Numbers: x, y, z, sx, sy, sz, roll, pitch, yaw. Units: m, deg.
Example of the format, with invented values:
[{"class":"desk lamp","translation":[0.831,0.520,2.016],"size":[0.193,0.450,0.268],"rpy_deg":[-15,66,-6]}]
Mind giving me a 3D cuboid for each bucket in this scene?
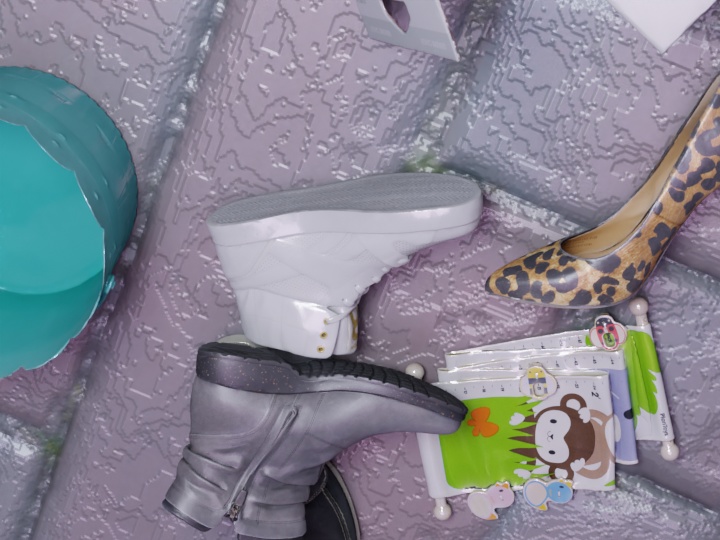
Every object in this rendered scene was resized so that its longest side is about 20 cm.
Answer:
[{"class":"bucket","translation":[-0.256,-0.038,1.294],"size":[0.206,0.135,0.208],"rpy_deg":[3,111,9]}]

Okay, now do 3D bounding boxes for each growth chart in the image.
[{"class":"growth chart","translation":[0.129,0.107,1.347],"size":[0.199,0.018,0.145],"rpy_deg":[-15,107,17]}]

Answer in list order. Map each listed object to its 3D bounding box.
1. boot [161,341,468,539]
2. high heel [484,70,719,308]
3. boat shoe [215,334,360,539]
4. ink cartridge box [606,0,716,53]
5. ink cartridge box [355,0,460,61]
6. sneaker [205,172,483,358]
[{"class":"boot","translation":[-0.032,0.129,1.312],"size":[0.199,0.070,0.132],"rpy_deg":[10,96,-6]},{"class":"high heel","translation":[0.173,-0.054,1.243],"size":[0.199,0.071,0.143],"rpy_deg":[-11,116,-4]},{"class":"boat shoe","translation":[-0.063,0.147,1.370],"size":[0.072,0.068,0.200],"rpy_deg":[-23,107,15]},{"class":"ink cartridge box","translation":[0.161,-0.263,1.130],"size":[0.200,0.147,0.145],"rpy_deg":[42,112,-7]},{"class":"ink cartridge box","translation":[0.016,-0.222,1.145],"size":[0.043,0.200,0.174],"rpy_deg":[-27,107,-9]},{"class":"sneaker","translation":[0.000,0.000,1.304],"size":[0.199,0.074,0.116],"rpy_deg":[-6,112,22]}]
